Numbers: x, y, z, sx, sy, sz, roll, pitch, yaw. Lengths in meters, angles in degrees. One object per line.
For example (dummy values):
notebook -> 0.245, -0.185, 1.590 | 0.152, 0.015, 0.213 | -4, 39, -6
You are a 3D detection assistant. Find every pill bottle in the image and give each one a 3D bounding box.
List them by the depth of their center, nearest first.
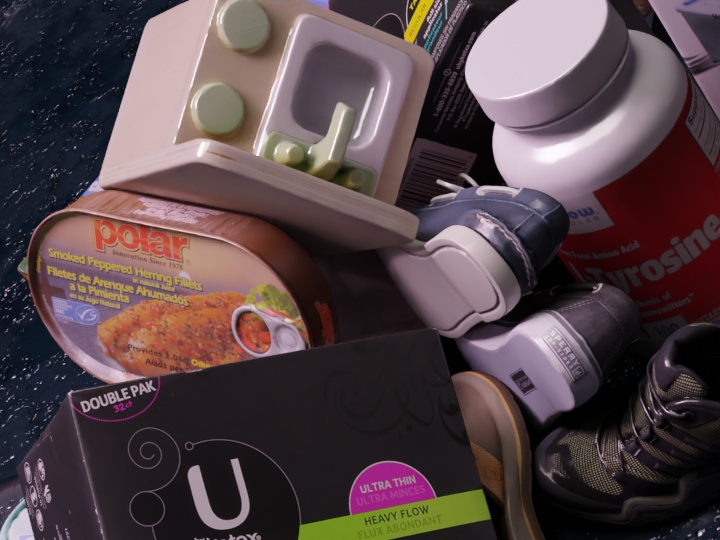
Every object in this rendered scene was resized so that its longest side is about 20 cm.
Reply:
pill bottle -> 0.141, -0.054, 1.431 | 0.112, 0.200, 0.113 | -25, 36, 20

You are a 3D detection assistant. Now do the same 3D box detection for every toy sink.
toy sink -> -0.045, -0.083, 1.455 | 0.200, 0.130, 0.113 | 173, 115, -71

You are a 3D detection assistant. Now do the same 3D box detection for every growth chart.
growth chart -> 0.000, 0.000, 1.562 | 0.199, 0.018, 0.145 | -7, 44, -9

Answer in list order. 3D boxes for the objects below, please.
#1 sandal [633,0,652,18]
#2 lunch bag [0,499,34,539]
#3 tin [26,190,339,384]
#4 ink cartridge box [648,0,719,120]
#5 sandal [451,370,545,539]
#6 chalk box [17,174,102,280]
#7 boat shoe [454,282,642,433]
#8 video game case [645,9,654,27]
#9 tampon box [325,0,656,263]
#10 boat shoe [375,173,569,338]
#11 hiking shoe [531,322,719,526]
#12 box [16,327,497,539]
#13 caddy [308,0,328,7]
sandal -> 0.152, -0.170, 1.665 | 0.211, 0.077, 0.070 | -13, 72, 43
lunch bag -> -0.096, 0.138, 1.477 | 0.160, 0.077, 0.200 | 22, 47, 31
tin -> -0.098, 0.016, 1.480 | 0.199, 0.113, 0.042 | 12, 37, 33
ink cartridge box -> 0.215, -0.179, 1.507 | 0.086, 0.200, 0.147 | -21, 37, 24
sandal -> 0.057, 0.125, 1.406 | 0.054, 0.081, 0.201 | 7, 40, -14
chalk box -> -0.088, -0.024, 1.680 | 0.200, 0.125, 0.124 | -49, 35, -13
boat shoe -> 0.104, 0.037, 1.429 | 0.066, 0.070, 0.200 | -37, -2, -11
video game case -> 0.108, -0.089, 1.666 | 0.143, 0.018, 0.201 | -16, 40, 29
tampon box -> 0.066, -0.127, 1.571 | 0.200, 0.126, 0.150 | -112, 41, -54
boat shoe -> 0.057, -0.013, 1.428 | 0.062, 0.075, 0.200 | -39, 3, -13
hiking shoe -> 0.165, 0.065, 1.359 | 0.199, 0.101, 0.076 | -17, 39, 29
box -> -0.050, 0.130, 1.340 | 0.199, 0.149, 0.124 | -10, -17, -23
caddy -> 0.046, -0.222, 1.771 | 0.199, 0.142, 0.105 | -25, 31, 20
